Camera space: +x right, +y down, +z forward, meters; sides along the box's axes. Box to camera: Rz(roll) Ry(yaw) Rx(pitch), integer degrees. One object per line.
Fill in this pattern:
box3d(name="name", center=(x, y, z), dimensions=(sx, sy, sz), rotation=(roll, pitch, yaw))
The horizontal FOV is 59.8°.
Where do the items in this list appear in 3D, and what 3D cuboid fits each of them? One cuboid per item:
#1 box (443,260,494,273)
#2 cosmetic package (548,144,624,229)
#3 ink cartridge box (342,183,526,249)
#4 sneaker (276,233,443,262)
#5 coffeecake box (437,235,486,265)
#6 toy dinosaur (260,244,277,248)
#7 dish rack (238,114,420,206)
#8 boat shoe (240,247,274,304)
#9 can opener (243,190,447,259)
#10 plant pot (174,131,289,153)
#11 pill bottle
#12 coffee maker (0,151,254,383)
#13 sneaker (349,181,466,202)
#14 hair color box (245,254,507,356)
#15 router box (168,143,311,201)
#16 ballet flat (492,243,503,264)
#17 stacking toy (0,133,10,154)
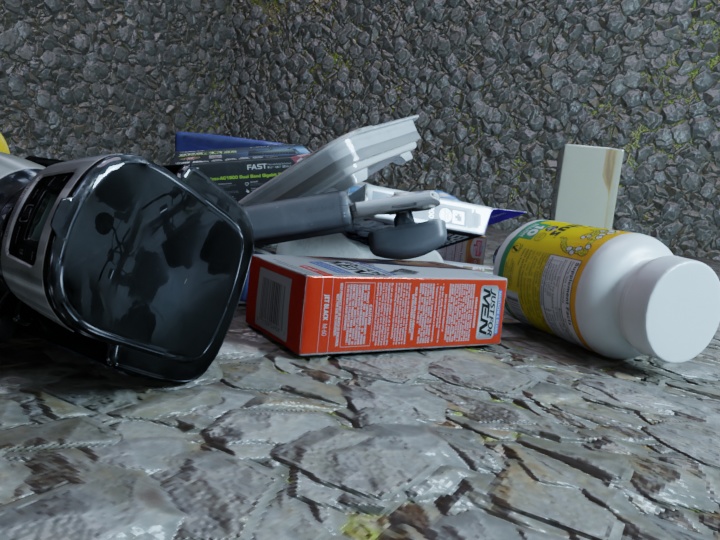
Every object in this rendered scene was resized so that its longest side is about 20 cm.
box3d(name="box", center=(0.098, 0.006, 0.831), dimensions=(0.198, 0.039, 0.041), rotation=(7, 5, 2))
box3d(name="cosmetic package", center=(0.275, -0.052, 0.792), dimensions=(0.070, 0.202, 0.105), rotation=(8, 8, 13))
box3d(name="ink cartridge box", center=(0.065, -0.052, 0.767), dimensions=(0.198, 0.044, 0.198), rotation=(7, -7, -18))
box3d(name="sneaker", center=(0.000, 0.000, 0.744), dimensions=(0.198, 0.076, 0.089), rotation=(10, -7, 8))
box3d(name="coffeecake box", center=(0.086, -0.038, 1.013), dimensions=(0.198, 0.074, 0.154), rotation=(6, 8, -4))
box3d(name="toy dinosaur", center=(-0.200, -0.069, 0.964), dimensions=(0.135, 0.103, 0.200), rotation=(29, -5, 25))
box3d(name="dish rack", center=(-0.025, -0.099, 0.662), dimensions=(0.171, 0.044, 0.200), rotation=(-27, 5, 32))
box3d(name="boat shoe", center=(-0.177, -0.006, 0.618), dimensions=(0.198, 0.073, 0.072), rotation=(15, 1, -13))
box3d(name="can opener", center=(-0.021, -0.035, 0.569), dimensions=(0.198, 0.068, 0.053), rotation=(-9, -8, 2))
box3d(name="plant pot", center=(-0.220, -0.147, 1.148), dimensions=(0.198, 0.182, 0.200), rotation=(8, 8, 6))
box3d(name="pill bottle", center=(0.222, 0.017, 0.587), dimensions=(0.112, 0.114, 0.200), rotation=(3, 8, -21))
box3d(name="coffee maker", center=(-0.172, -0.014, 0.408), dimensions=(0.198, 0.136, 0.192), rotation=(11, 9, 28))
box3d(name="sneaker", center=(0.058, -0.079, 0.888), dimensions=(0.198, 0.072, 0.073), rotation=(9, 45, 14))
box3d(name="hair color box", center=(0.015, 0.025, 0.539), dimensions=(0.198, 0.065, 0.111), rotation=(3, 7, -33))
box3d(name="router box", center=(-0.168, -0.138, 0.896), dimensions=(0.198, 0.063, 0.150), rotation=(-6, 18, -12))
box3d(name="ballet flat", center=(0.243, -0.008, 0.922), dimensions=(0.074, 0.075, 0.199), rotation=(11, -5, 31))
box3d(name="stacking toy", center=(-0.350, -0.086, 0.531), dimensions=(0.144, 0.202, 0.146), rotation=(6, 8, -1))
